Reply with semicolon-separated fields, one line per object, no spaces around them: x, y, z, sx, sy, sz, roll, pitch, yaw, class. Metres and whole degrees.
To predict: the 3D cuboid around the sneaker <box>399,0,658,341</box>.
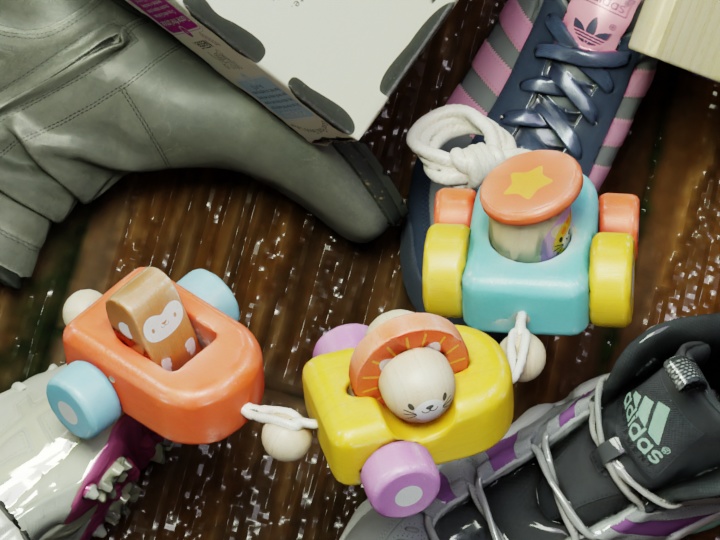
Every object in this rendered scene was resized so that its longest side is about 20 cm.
0.071;-0.070;1.114;0.070;0.082;0.200;23;65;-1;sneaker

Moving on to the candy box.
-0.047;-0.155;1.023;0.200;0.061;0.136;38;81;-13;candy box

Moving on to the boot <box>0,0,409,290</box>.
-0.093;-0.043;1.093;0.200;0.068;0.131;38;87;-9;boot

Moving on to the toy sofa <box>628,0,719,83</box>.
0.198;-0.090;1.110;0.200;0.098;0.083;16;98;-29;toy sofa

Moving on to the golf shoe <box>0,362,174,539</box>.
-0.129;0.071;1.028;0.092;0.075;0.200;34;65;10;golf shoe

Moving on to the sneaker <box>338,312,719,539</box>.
0.081;0.063;1.024;0.200;0.140;0.078;-28;78;-19;sneaker

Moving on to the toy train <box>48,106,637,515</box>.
0.000;0.000;0.991;0.200;0.056;0.150;-36;53;-27;toy train

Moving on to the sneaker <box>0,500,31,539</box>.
-0.185;0.059;0.968;0.080;0.074;0.200;-41;65;-11;sneaker
